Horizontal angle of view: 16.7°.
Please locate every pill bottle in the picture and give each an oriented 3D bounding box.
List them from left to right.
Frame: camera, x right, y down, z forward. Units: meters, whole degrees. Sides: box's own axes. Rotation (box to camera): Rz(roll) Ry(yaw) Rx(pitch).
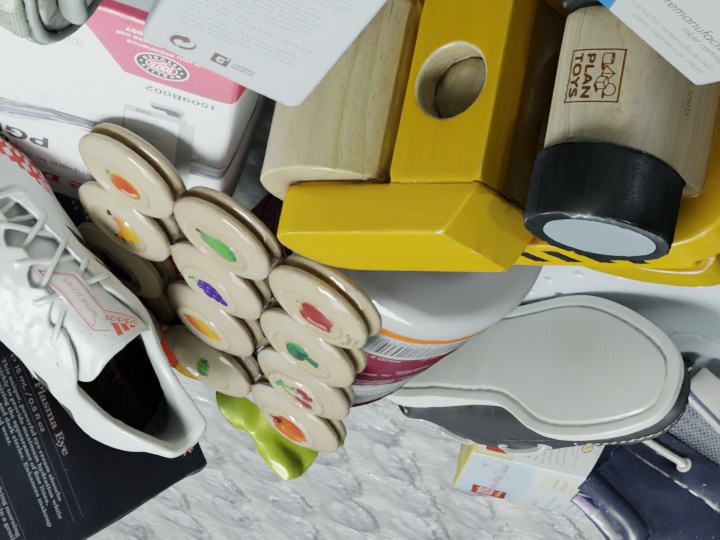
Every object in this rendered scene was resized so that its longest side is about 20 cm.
[{"bbox_3d":[0.000,0.000,1.156,0.114,0.114,0.200,25,157,-13],"label":"pill bottle"}]

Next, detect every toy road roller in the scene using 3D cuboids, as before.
[{"bbox_3d":[0.075,-0.052,0.983,0.200,0.123,0.146,2,163,34],"label":"toy road roller"}]

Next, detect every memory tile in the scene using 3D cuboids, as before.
[{"bbox_3d":[-0.064,0.014,1.095,0.153,0.017,0.200,35,159,8],"label":"memory tile"}]

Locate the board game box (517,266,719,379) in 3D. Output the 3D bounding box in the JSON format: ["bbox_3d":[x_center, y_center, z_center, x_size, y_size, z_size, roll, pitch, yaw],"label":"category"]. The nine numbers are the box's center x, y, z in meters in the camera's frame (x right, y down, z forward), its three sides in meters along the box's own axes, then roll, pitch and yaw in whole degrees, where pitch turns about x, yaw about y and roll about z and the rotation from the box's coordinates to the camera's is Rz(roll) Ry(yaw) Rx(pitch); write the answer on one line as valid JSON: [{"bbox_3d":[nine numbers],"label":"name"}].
[{"bbox_3d":[0.174,0.037,1.218,0.200,0.026,0.200,6,154,27],"label":"board game box"}]

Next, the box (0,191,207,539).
[{"bbox_3d":[-0.193,0.045,1.173,0.104,0.200,0.182,-20,-177,31],"label":"box"}]

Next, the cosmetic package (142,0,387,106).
[{"bbox_3d":[-0.008,-0.145,0.859,0.074,0.102,0.200,24,158,-12],"label":"cosmetic package"}]

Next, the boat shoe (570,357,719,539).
[{"bbox_3d":[0.192,0.144,1.192,0.200,0.093,0.075,45,167,13],"label":"boat shoe"}]

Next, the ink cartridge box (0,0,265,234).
[{"bbox_3d":[-0.110,-0.103,1.051,0.146,0.083,0.200,18,157,0],"label":"ink cartridge box"}]

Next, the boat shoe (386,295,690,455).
[{"bbox_3d":[0.090,0.058,1.204,0.200,0.074,0.060,-2,149,47],"label":"boat shoe"}]

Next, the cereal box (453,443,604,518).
[{"bbox_3d":[0.154,0.116,1.345,0.200,0.040,0.144,14,168,0],"label":"cereal box"}]

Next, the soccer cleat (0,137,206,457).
[{"bbox_3d":[-0.137,0.008,1.079,0.085,0.069,0.200,22,152,54],"label":"soccer cleat"}]

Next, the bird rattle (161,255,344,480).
[{"bbox_3d":[-0.091,0.031,1.324,0.200,0.113,0.163,23,174,-1],"label":"bird rattle"}]

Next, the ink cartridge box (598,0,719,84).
[{"bbox_3d":[0.159,-0.132,0.798,0.116,0.067,0.200,35,152,-33],"label":"ink cartridge box"}]

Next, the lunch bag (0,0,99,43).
[{"bbox_3d":[-0.157,-0.165,0.820,0.200,0.168,0.139,11,156,17],"label":"lunch bag"}]
